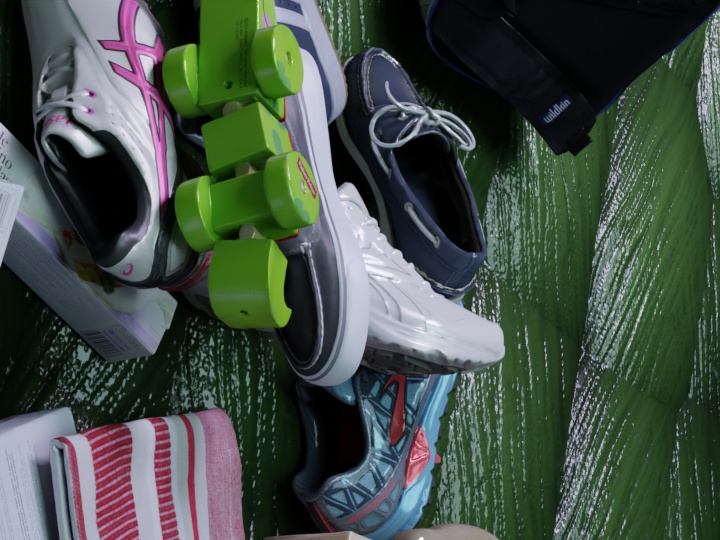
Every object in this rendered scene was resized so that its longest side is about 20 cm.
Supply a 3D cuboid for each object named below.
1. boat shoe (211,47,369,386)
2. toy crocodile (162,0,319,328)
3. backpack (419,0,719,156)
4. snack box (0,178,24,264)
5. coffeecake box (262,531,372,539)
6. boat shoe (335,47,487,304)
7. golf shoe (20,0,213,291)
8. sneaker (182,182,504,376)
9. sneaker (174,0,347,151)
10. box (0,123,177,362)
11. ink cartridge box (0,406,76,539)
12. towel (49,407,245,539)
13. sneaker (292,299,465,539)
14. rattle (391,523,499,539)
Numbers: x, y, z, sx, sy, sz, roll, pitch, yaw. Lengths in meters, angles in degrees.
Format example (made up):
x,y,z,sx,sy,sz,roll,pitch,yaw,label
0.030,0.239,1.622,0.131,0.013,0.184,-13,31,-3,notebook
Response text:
x,y,z,sx,sy,sz,roll,pitch,yaw,label
-0.047,-0.035,1.022,0.066,0.070,0.201,3,73,-40,boat shoe
-0.058,-0.067,0.974,0.062,0.067,0.201,41,38,-59,toy crocodile
0.132,-0.206,1.302,0.190,0.200,0.154,16,38,-40,backpack
-0.256,-0.010,0.859,0.200,0.037,0.117,18,89,-48,snack box
0.005,0.272,1.113,0.153,0.073,0.201,28,60,-44,coffeecake box
0.034,-0.070,1.194,0.075,0.062,0.200,10,50,-28,boat shoe
-0.137,-0.086,0.985,0.092,0.072,0.200,10,53,-65,golf shoe
0.000,0.000,1.105,0.199,0.078,0.100,20,74,-15,sneaker
-0.080,-0.152,1.113,0.109,0.070,0.200,-51,123,-46,sneaker
-0.175,-0.027,0.989,0.200,0.041,0.039,48,47,-32,box
-0.166,0.176,0.890,0.200,0.043,0.197,-20,98,-77,ink cartridge box
-0.103,0.150,0.997,0.200,0.023,0.145,1,79,-72,towel
0.007,0.068,1.162,0.095,0.079,0.201,30,59,-41,sneaker
0.113,0.212,1.096,0.200,0.143,0.131,31,40,-34,rattle
